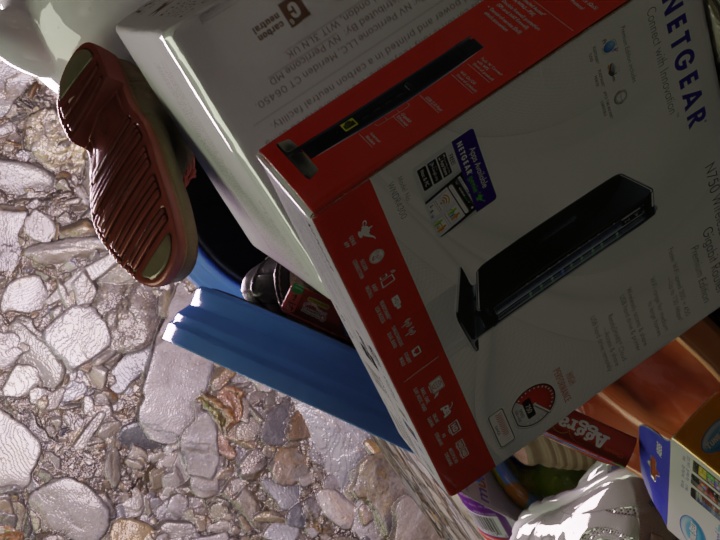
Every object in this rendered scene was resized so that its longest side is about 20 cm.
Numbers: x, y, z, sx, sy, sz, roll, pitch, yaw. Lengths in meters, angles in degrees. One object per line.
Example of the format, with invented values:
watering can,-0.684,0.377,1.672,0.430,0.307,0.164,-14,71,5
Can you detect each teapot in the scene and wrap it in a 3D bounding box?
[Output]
teapot,-0.174,-0.223,1.077,0.146,0.197,0.200,51,-158,-33

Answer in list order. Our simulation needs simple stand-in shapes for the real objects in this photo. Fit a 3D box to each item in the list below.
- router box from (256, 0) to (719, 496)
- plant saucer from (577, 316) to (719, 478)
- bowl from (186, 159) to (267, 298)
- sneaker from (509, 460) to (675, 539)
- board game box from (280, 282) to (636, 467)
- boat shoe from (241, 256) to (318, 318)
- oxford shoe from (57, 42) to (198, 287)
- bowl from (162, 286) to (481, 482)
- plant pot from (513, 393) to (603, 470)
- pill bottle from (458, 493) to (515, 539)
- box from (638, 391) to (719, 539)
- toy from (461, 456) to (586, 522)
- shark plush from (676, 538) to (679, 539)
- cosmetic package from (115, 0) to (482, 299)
router box,0.072,-0.021,0.673,0.049,0.179,0.200,49,170,43
plant saucer,0.152,0.055,0.878,0.200,0.032,0.200,38,161,16
bowl,-0.048,-0.069,1.090,0.201,0.200,0.039,57,160,-10
sneaker,0.143,0.187,1.028,0.074,0.082,0.200,18,142,-6
board game box,0.053,0.059,0.884,0.199,0.020,0.103,24,177,4
boat shoe,0.000,0.000,1.038,0.200,0.062,0.073,-9,-89,-55
oxford shoe,-0.124,-0.065,0.966,0.075,0.071,0.200,16,-144,-38
bowl,-0.016,0.063,0.913,0.200,0.040,0.201,24,175,2
plant pot,0.119,0.061,1.048,0.201,0.093,0.201,55,171,13
pill bottle,0.109,0.124,1.285,0.200,0.111,0.111,60,171,-26
box,0.224,0.144,0.797,0.200,0.041,0.119,42,163,28
toy,0.146,0.141,1.140,0.200,0.047,0.115,32,-151,-29
shark plush,0.237,0.220,1.084,0.083,0.091,0.200,20,153,17
cosmetic package,-0.015,-0.109,0.886,0.167,0.167,0.200,57,171,-16
